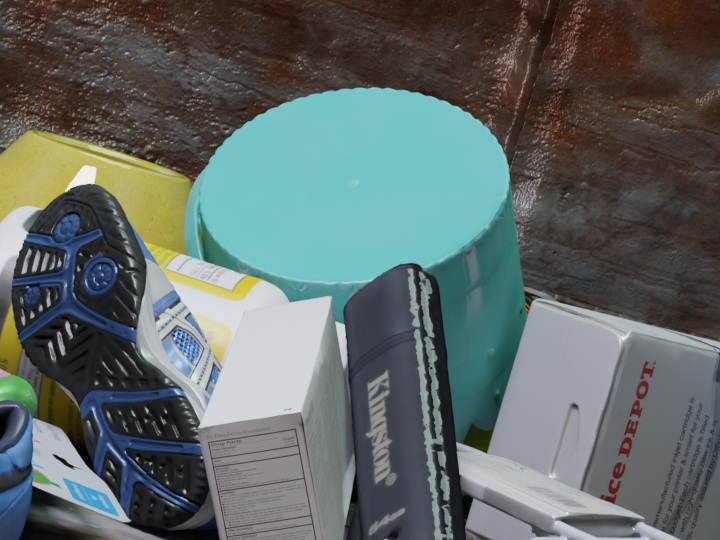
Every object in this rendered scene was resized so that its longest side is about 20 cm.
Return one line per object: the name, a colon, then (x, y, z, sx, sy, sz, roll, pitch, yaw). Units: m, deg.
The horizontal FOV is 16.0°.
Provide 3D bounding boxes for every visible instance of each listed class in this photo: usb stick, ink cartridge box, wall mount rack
usb stick: (0.020, 0.077, 1.236, 0.033, 0.055, 0.200, 45, 27, -36)
ink cartridge box: (0.170, 0.107, 1.467, 0.200, 0.147, 0.083, 15, 3, -42)
wall mount rack: (0.096, 0.141, 1.273, 0.174, 0.075, 0.200, 9, 9, -42)

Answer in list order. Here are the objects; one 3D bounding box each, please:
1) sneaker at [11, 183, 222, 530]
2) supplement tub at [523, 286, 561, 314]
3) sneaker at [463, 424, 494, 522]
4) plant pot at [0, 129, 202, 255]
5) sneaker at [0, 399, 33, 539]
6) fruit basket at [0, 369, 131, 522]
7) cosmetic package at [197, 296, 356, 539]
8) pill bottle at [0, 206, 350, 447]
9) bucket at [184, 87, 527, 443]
sneaker: (-0.111, 0.047, 1.263, 0.077, 0.076, 0.200, 31, 32, -57)
supplement tub: (0.071, 0.066, 1.748, 0.122, 0.123, 0.200, 19, 5, 24)
sneaker: (0.028, 0.095, 1.534, 0.200, 0.074, 0.084, 18, 8, 16)
plant pot: (-0.172, -0.003, 1.538, 0.200, 0.142, 0.200, 17, 4, -1)
sneaker: (-0.192, 0.073, 0.939, 0.066, 0.079, 0.200, 22, 8, 31)
fruit basket: (-0.204, 0.046, 1.136, 0.200, 0.094, 0.185, 19, 3, -18)
cosmetic package: (-0.036, 0.077, 1.189, 0.051, 0.083, 0.200, -7, 13, 5)
pill bottle: (-0.104, 0.047, 1.352, 0.200, 0.114, 0.114, 18, 4, 9)
bucket: (0.000, 0.000, 1.472, 0.207, 0.135, 0.207, -4, 40, 3)
